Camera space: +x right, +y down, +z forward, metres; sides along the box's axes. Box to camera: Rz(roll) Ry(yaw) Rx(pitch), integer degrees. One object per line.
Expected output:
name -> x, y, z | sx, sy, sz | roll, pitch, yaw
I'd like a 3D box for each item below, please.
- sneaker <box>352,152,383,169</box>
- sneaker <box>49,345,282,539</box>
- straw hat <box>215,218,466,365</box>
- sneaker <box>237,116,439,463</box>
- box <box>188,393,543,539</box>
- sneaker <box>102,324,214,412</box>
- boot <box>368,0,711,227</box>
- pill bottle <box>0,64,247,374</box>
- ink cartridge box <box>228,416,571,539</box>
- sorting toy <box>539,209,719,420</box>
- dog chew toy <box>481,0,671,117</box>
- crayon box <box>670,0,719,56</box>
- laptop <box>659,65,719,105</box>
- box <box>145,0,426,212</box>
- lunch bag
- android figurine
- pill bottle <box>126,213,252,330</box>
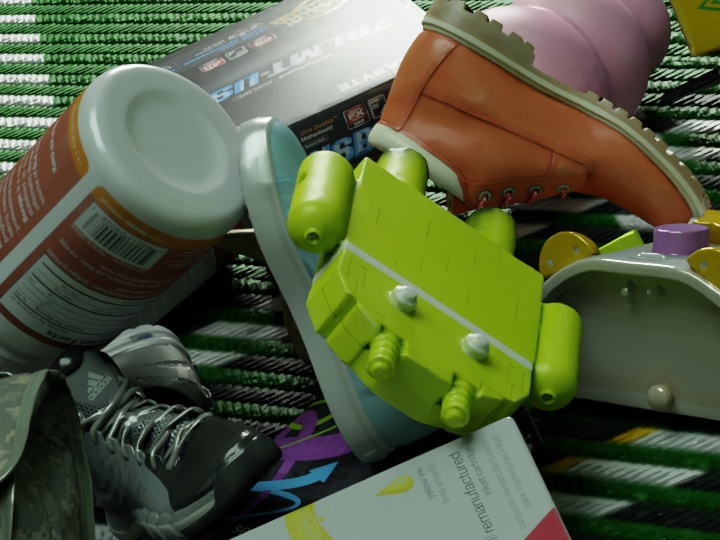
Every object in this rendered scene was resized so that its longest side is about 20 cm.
sneaker -> -0.025, -0.055, 1.756 | 0.106, 0.075, 0.200 | -23, 4, 5
sneaker -> -0.126, 0.090, 1.514 | 0.075, 0.116, 0.200 | -42, 8, -27
straw hat -> -0.009, 0.014, 1.638 | 0.200, 0.085, 0.201 | -4, 1, 0
sneaker -> 0.000, 0.000, 1.500 | 0.082, 0.200, 0.074 | -23, 3, 12
box -> -0.014, 0.134, 1.513 | 0.143, 0.036, 0.200 | 13, 47, 46
sneaker -> -0.180, 0.103, 1.636 | 0.200, 0.075, 0.082 | -34, 35, -14
boot -> 0.102, -0.063, 1.580 | 0.107, 0.200, 0.075 | -59, 2, -5
pill bottle -> -0.158, -0.020, 1.551 | 0.200, 0.112, 0.112 | -41, 15, 39
ink cartridge box -> 0.016, 0.182, 1.340 | 0.200, 0.083, 0.145 | -24, 45, 0
sorting toy -> 0.208, 0.009, 1.526 | 0.200, 0.107, 0.180 | 7, 22, 41
dog chew toy -> 0.128, -0.131, 1.760 | 0.124, 0.125, 0.200 | 7, 34, 41
crayon box -> 0.284, -0.189, 1.688 | 0.172, 0.058, 0.200 | -20, 0, 13
laptop -> 0.313, -0.098, 1.652 | 0.187, 0.116, 0.200 | -20, -1, -14
box -> -0.048, -0.109, 1.686 | 0.200, 0.050, 0.199 | -25, 24, -7
lunch bag -> -0.231, 0.155, 1.460 | 0.164, 0.118, 0.201 | -11, 75, 19
android figurine -> 0.037, 0.012, 1.424 | 0.041, 0.182, 0.200 | -49, 13, 29
pill bottle -> -0.173, -0.001, 1.763 | 0.200, 0.110, 0.109 | -41, 34, -28
